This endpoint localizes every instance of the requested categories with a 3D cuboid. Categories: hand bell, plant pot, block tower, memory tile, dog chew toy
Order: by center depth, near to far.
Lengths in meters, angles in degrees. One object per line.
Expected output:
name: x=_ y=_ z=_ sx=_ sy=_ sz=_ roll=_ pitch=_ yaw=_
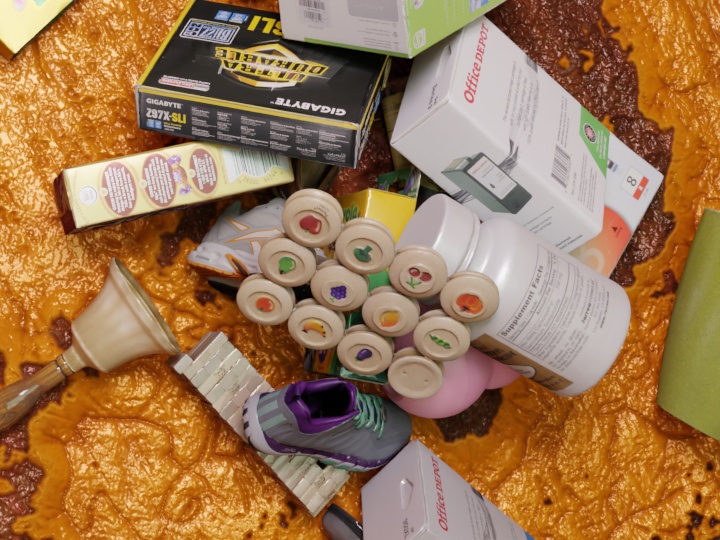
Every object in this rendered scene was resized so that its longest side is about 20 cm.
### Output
memory tile: x=0.004 y=0.025 z=1.096 sx=0.198 sy=0.154 sz=0.017 roll=26 pitch=39 yaw=-11
hand bell: x=-0.269 y=0.089 z=1.166 sx=0.199 sy=0.104 sz=0.105 roll=-36 pitch=99 yaw=-4
block tower: x=-0.093 y=0.141 z=1.228 sx=0.058 sy=0.054 sz=0.200 roll=-46 pitch=102 yaw=-14
dog chew toy: x=0.111 y=0.064 z=1.265 sx=0.198 sy=0.124 sz=0.127 roll=-17 pitch=94 yaw=-25
plant pot: x=0.388 y=0.069 z=1.337 sx=0.185 sy=0.187 sz=0.202 roll=26 pitch=96 yaw=-16

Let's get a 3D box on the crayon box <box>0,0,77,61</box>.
crayon box: x=-0.299 y=-0.320 z=1.169 sx=0.173 sy=0.058 sz=0.200 roll=46 pitch=76 yaw=-12

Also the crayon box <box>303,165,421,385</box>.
crayon box: x=0.000 y=0.000 z=1.224 sx=0.051 sy=0.126 sz=0.203 roll=11 pitch=85 yaw=-17

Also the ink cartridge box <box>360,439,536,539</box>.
ink cartridge box: x=0.097 y=0.275 z=1.221 sx=0.200 sy=0.145 sz=0.084 roll=42 pitch=107 yaw=-19

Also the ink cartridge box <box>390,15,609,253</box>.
ink cartridge box: x=0.134 y=-0.124 z=1.213 sx=0.199 sy=0.084 sz=0.147 roll=38 pitch=43 yaw=-22

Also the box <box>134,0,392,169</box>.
box: x=-0.080 y=-0.169 z=1.160 sx=0.197 sy=0.161 sz=0.050 roll=11 pitch=129 yaw=7

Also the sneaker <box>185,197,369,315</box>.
sneaker: x=-0.068 y=-0.022 z=1.179 sx=0.076 sy=0.198 sz=0.093 roll=46 pitch=63 yaw=-49

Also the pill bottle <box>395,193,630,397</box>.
pill bottle: x=0.129 y=0.019 z=1.156 sx=0.198 sy=0.114 sz=0.116 roll=29 pitch=80 yaw=-19

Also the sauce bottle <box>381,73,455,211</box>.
sauce bottle: x=0.067 y=-0.089 z=1.276 sx=0.065 sy=0.066 sz=0.203 roll=-13 pitch=90 yaw=-18

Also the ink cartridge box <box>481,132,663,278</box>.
ink cartridge box: x=0.193 y=-0.085 z=1.330 sx=0.199 sy=0.050 sz=0.163 roll=35 pitch=78 yaw=-17

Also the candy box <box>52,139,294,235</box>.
candy box: x=-0.170 y=-0.081 z=1.175 sx=0.197 sy=0.116 sz=0.057 roll=-15 pitch=94 yaw=-18

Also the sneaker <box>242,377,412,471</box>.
sneaker: x=-0.009 y=0.136 z=1.191 sx=0.198 sy=0.087 sz=0.076 roll=7 pitch=62 yaw=-44

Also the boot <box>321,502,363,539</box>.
boot: x=-0.011 y=0.335 z=1.245 sx=0.131 sy=0.070 sz=0.201 roll=-35 pitch=95 yaw=-10

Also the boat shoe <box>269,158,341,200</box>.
boat shoe: x=-0.025 y=-0.151 z=1.249 sx=0.071 sy=0.067 sz=0.203 roll=22 pitch=82 yaw=-16

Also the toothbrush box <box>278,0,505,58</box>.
toothbrush box: x=0.039 y=-0.270 z=1.168 sx=0.200 sy=0.144 sz=0.087 roll=-39 pitch=133 yaw=-42
